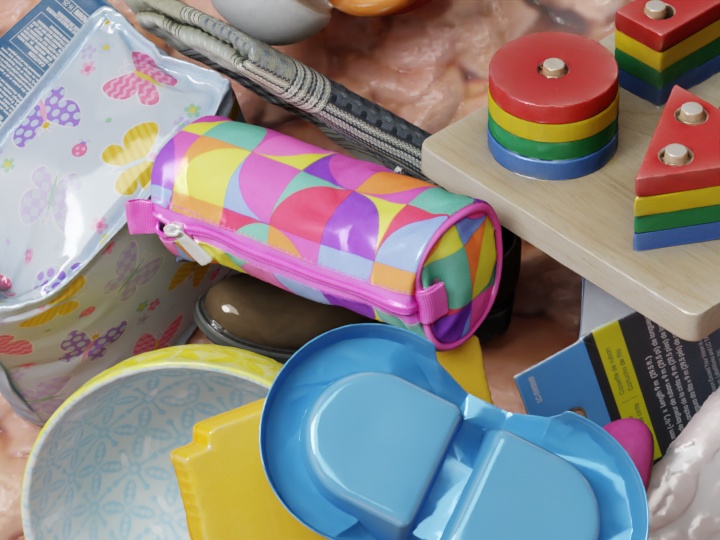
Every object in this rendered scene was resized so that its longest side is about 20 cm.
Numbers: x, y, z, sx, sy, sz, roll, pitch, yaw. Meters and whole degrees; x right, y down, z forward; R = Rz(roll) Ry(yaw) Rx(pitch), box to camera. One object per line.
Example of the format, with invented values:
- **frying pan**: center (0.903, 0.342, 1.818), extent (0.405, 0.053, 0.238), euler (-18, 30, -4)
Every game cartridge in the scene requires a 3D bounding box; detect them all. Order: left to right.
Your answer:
- **game cartridge**: center (0.004, 0.151, 1.358), extent (0.176, 0.032, 0.201), euler (-18, 101, -23)

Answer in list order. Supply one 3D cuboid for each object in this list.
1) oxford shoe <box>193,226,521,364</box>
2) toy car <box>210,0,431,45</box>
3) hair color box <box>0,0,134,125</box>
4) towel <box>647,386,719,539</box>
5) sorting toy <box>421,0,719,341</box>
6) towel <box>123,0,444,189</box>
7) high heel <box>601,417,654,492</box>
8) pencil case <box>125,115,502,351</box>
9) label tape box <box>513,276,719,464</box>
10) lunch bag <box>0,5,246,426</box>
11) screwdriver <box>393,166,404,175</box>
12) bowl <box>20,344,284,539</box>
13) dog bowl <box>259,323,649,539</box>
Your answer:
- **oxford shoe**: center (0.000, 0.000, 1.470), extent (0.199, 0.085, 0.073), euler (-11, 47, -27)
- **toy car**: center (-0.011, -0.224, 1.584), extent (0.175, 0.150, 0.200), euler (-54, 35, 15)
- **hair color box**: center (-0.216, -0.075, 1.574), extent (0.200, 0.100, 0.061), euler (-44, 68, -11)
- **towel**: center (0.220, 0.169, 1.382), extent (0.191, 0.032, 0.200), euler (42, 80, -6)
- **sorting toy**: center (0.168, -0.077, 1.367), extent (0.199, 0.070, 0.200), euler (-30, 47, -30)
- **towel**: center (-0.029, -0.095, 1.476), extent (0.035, 0.192, 0.200), euler (-62, 30, 3)
- **high heel**: center (0.067, 0.140, 1.327), extent (0.200, 0.096, 0.067), euler (-53, 35, -8)
- **pencil case**: center (-0.022, -0.021, 1.380), extent (0.200, 0.088, 0.089), euler (16, 68, 33)
- **label tape box**: center (0.178, 0.041, 1.426), extent (0.200, 0.144, 0.063), euler (-25, 43, -3)
- **lunch bag**: center (-0.155, -0.022, 1.501), extent (0.127, 0.170, 0.200), euler (30, 74, 22)
- **screwdriver**: center (0.010, -0.041, 1.473), extent (0.029, 0.200, 0.028), euler (-36, 88, -2)
- **bowl**: center (-0.076, 0.119, 1.446), extent (0.199, 0.201, 0.108), euler (4, 23, 11)
- **dog bowl**: center (0.043, 0.106, 1.292), extent (0.200, 0.050, 0.112), euler (26, 74, -1)
